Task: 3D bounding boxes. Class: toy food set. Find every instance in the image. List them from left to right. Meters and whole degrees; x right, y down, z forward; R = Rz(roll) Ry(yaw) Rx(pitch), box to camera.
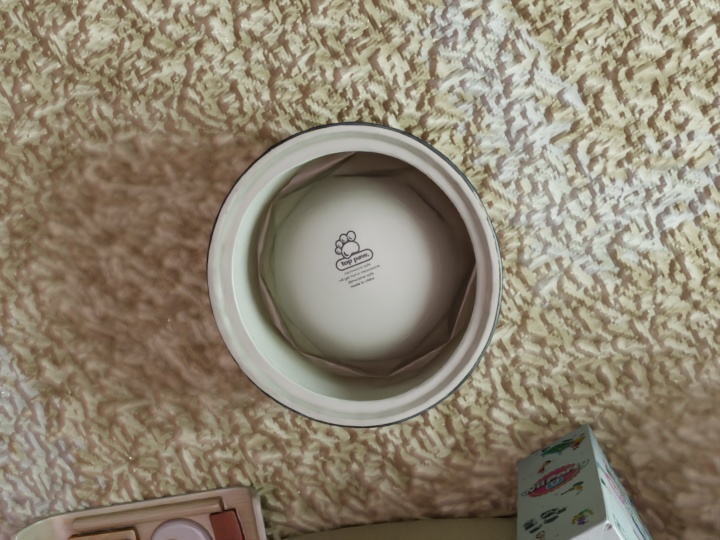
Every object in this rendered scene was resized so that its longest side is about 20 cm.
[{"bbox_3d":[-0.153,0.248,0.874,0.197,0.060,0.145,-10,97,10],"label":"toy food set"}]

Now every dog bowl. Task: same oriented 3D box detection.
[{"bbox_3d":[0.000,0.000,0.805,0.197,0.074,0.203,2,99,10],"label":"dog bowl"}]

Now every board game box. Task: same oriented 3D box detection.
[{"bbox_3d":[0.161,0.197,0.745,0.064,0.200,0.149,-31,92,11],"label":"board game box"}]

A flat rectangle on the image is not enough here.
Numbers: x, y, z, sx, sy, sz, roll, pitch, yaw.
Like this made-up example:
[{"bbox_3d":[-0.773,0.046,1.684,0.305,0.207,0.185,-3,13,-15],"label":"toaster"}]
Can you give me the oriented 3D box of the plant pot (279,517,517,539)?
[{"bbox_3d":[0.053,0.273,0.786,0.175,0.200,0.202,-19,96,1],"label":"plant pot"}]
